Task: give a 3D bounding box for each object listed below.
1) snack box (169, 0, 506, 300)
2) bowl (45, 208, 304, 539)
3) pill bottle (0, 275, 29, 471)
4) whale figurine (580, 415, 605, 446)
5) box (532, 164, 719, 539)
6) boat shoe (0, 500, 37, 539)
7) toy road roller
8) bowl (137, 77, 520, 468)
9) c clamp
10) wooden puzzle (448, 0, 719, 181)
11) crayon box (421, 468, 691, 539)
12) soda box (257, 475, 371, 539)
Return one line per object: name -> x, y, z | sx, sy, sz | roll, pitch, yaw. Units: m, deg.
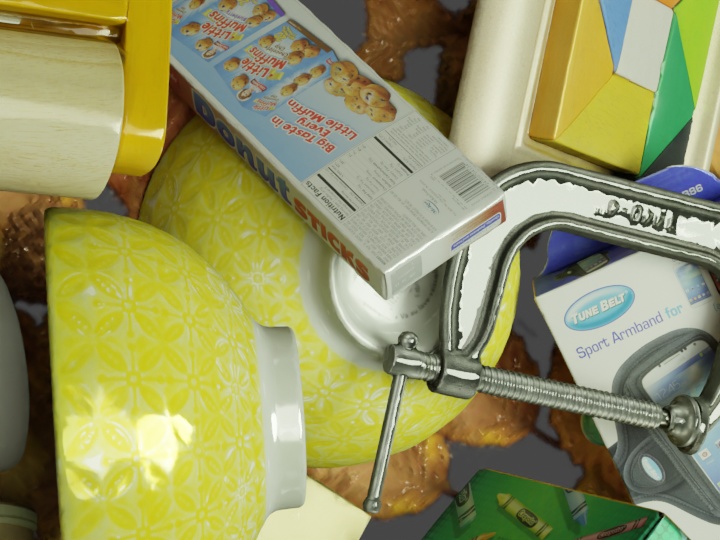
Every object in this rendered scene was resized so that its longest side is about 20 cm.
snack box -> -0.022, -0.070, 1.333 | 0.072, 0.200, 0.024 | -34, 147, -18
bowl -> -0.081, 0.068, 1.271 | 0.107, 0.200, 0.201 | -4, 93, -5
pill bottle -> -0.255, 0.054, 1.262 | 0.199, 0.114, 0.115 | -7, 94, -23
whale figurine -> 0.209, 0.040, 1.468 | 0.199, 0.104, 0.160 | -7, 95, -20
box -> 0.169, 0.051, 1.414 | 0.119, 0.041, 0.201 | -25, 106, 8
boat shoe -> -0.221, 0.144, 1.272 | 0.200, 0.074, 0.067 | -5, 80, -48
toy road roller -> -0.161, -0.123, 1.269 | 0.122, 0.146, 0.201 | 6, 74, -21
bowl -> 0.000, 0.000, 1.375 | 0.199, 0.108, 0.201 | -1, 92, -23
c clamp -> 0.103, 0.037, 1.348 | 0.199, 0.027, 0.172 | 7, 94, -21
wooden puzzle -> 0.130, -0.114, 1.427 | 0.200, 0.037, 0.186 | 17, 84, -50
crayon box -> 0.120, 0.164, 1.380 | 0.119, 0.200, 0.058 | 45, 76, -18
soda box -> -0.078, 0.186, 1.367 | 0.064, 0.068, 0.200 | 33, 79, -21
